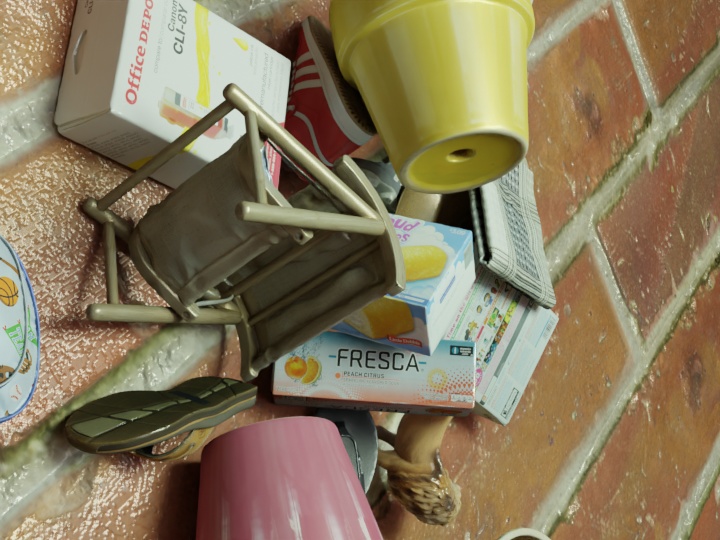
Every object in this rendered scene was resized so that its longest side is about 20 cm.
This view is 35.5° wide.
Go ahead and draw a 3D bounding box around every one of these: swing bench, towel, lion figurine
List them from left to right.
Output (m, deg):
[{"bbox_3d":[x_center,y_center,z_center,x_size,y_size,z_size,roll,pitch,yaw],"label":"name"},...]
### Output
[{"bbox_3d":[-0.100,-0.021,0.968,0.199,0.198,0.131,26,43,-43],"label":"swing bench"},{"bbox_3d":[0.064,0.164,1.170,0.072,0.122,0.202,-25,133,-52],"label":"lion figurine"},{"bbox_3d":[0.168,-0.072,1.257,0.192,0.034,0.202,29,48,-55],"label":"towel"}]

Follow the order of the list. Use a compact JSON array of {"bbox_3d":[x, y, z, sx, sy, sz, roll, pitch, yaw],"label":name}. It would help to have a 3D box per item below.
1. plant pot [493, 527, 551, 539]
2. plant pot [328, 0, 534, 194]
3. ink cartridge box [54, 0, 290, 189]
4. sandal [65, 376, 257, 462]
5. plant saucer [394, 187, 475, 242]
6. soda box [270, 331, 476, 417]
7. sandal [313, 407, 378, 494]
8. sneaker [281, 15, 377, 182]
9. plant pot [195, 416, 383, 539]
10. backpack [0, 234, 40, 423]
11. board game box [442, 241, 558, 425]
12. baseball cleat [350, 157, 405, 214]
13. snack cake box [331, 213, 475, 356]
[{"bbox_3d":[0.096,0.366,1.140,0.199,0.182,0.203,15,70,-47],"label":"plant pot"},{"bbox_3d":[0.081,-0.188,1.090,0.200,0.200,0.191,14,58,-47],"label":"plant pot"},{"bbox_3d":[-0.165,-0.161,1.032,0.199,0.083,0.147,24,64,-44],"label":"ink cartridge box"},{"bbox_3d":[-0.167,0.135,0.984,0.199,0.081,0.055,-12,112,-57],"label":"sandal"},{"bbox_3d":[0.109,-0.048,1.291,0.199,0.035,0.202,-26,126,-42],"label":"plant saucer"},{"bbox_3d":[0.013,0.101,1.104,0.064,0.197,0.069,100,-5,-74],"label":"soda box"},{"bbox_3d":[-0.023,0.217,1.118,0.075,0.043,0.202,14,67,-11],"label":"sandal"},{"bbox_3d":[-0.056,-0.179,1.191,0.071,0.112,0.201,30,30,-39],"label":"sneaker"},{"bbox_3d":[-0.066,0.236,0.991,0.199,0.199,0.181,14,55,-47],"label":"plant pot"},{"bbox_3d":[-0.313,0.035,0.773,0.190,0.153,0.203,14,67,-58],"label":"backpack"},{"bbox_3d":[0.135,0.072,1.289,0.200,0.064,0.149,41,73,-49],"label":"board game box"},{"bbox_3d":[0.031,-0.104,1.273,0.200,0.069,0.108,32,51,-52],"label":"baseball cleat"},{"bbox_3d":[0.000,0.000,1.096,0.115,0.198,0.068,-56,149,-39],"label":"snack cake box"}]
